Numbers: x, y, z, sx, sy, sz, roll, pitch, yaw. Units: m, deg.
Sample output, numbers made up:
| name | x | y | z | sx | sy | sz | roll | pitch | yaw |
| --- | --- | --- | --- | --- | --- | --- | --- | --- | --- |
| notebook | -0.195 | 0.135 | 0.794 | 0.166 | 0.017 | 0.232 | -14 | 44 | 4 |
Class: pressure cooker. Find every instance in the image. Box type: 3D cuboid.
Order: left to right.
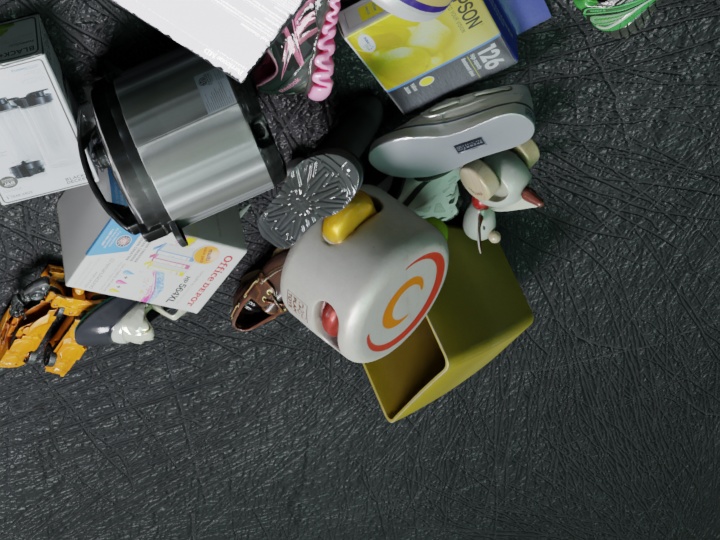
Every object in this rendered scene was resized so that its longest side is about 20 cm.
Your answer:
| name | x | y | z | sx | sy | sz | roll | pitch | yaw |
| --- | --- | --- | --- | --- | --- | --- | --- | --- | --- |
| pressure cooker | -0.194 | -0.137 | 1.347 | 0.198 | 0.177 | 0.180 | -24 | 128 | -3 |

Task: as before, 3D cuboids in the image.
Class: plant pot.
| name | x | y | z | sx | sy | sz | roll | pitch | yaw |
| --- | --- | --- | --- | --- | --- | --- | --- | --- | --- |
| plant pot | 0.107 | 0.053 | 1.709 | 0.175 | 0.202 | 0.200 | -15 | 160 | -29 |

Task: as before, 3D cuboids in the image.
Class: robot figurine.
| name | x | y | z | sx | sy | sz | roll | pitch | yaw |
| --- | --- | --- | --- | --- | --- | --- | --- | --- | --- |
| robot figurine | -0.389 | 0.062 | 1.652 | 0.143 | 0.059 | 0.200 | 11 | 138 | -33 |

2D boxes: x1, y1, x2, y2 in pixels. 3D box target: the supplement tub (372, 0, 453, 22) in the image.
| name | x | y | z | sx | sy | sz | roll | pitch | yaw |
| --- | --- | --- | --- | --- | --- | --- | --- | --- | --- |
| supplement tub | 0.077 | -0.347 | 1.201 | 0.144 | 0.147 | 0.200 | 16 | 135 | -36 |

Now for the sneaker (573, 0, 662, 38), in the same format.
| name | x | y | z | sx | sy | sz | roll | pitch | yaw |
| --- | --- | --- | --- | --- | --- | --- | --- | --- | --- |
| sneaker | 0.309 | -0.328 | 1.375 | 0.084 | 0.079 | 0.200 | 16 | 134 | -36 |

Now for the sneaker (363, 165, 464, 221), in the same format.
| name | x | y | z | sx | sy | sz | roll | pitch | yaw |
| --- | --- | --- | --- | --- | --- | --- | --- | --- | --- |
| sneaker | 0.102 | -0.123 | 1.595 | 0.114 | 0.077 | 0.200 | 9 | 146 | -44 |

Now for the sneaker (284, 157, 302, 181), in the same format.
| name | x | y | z | sx | sy | sz | roll | pitch | yaw |
| --- | --- | --- | --- | --- | --- | --- | --- | --- | --- |
| sneaker | -0.074 | -0.058 | 1.601 | 0.081 | 0.078 | 0.201 | -11 | 144 | 8 |

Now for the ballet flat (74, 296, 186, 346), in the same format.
| name | x | y | z | sx | sy | sz | roll | pitch | yaw |
| --- | --- | --- | --- | --- | --- | --- | --- | --- | --- |
| ballet flat | -0.260 | 0.044 | 1.609 | 0.199 | 0.073 | 0.073 | -35 | 148 | -14 |

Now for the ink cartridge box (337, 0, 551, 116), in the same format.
| name | x | y | z | sx | sy | sz | roll | pitch | yaw |
| --- | --- | --- | --- | --- | --- | --- | --- | --- | --- |
| ink cartridge box | 0.099 | -0.261 | 1.392 | 0.198 | 0.048 | 0.198 | -24 | 153 | 14 |

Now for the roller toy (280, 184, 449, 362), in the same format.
| name | x | y | z | sx | sy | sz | roll | pitch | yaw |
| --- | --- | --- | --- | --- | --- | --- | --- | --- | --- |
| roller toy | 0.000 | 0.000 | 1.515 | 0.184 | 0.139 | 0.199 | -60 | 155 | 14 |

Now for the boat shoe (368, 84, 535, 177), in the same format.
| name | x | y | z | sx | sy | sz | roll | pitch | yaw |
| --- | --- | --- | --- | --- | --- | --- | --- | --- | --- |
| boat shoe | 0.103 | -0.164 | 1.479 | 0.198 | 0.066 | 0.072 | -17 | 137 | 25 |

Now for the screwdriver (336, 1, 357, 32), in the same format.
| name | x | y | z | sx | sy | sz | roll | pitch | yaw |
| --- | --- | --- | --- | --- | --- | --- | --- | --- | --- |
| screwdriver | 0.037 | -0.282 | 1.369 | 0.197 | 0.029 | 0.028 | -14 | 145 | 5 |

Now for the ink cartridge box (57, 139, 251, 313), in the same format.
| name | x | y | z | sx | sy | sz | roll | pitch | yaw |
| --- | --- | --- | --- | --- | --- | --- | --- | --- | --- |
| ink cartridge box | -0.231 | -0.048 | 1.505 | 0.198 | 0.126 | 0.129 | 14 | 135 | -34 |

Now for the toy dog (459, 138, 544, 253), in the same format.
| name | x | y | z | sx | sy | sz | roll | pitch | yaw |
| --- | --- | --- | --- | --- | --- | --- | --- | --- | --- |
| toy dog | 0.177 | -0.083 | 1.568 | 0.132 | 0.096 | 0.200 | -44 | 163 | 1 |

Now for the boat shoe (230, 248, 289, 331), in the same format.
| name | x | y | z | sx | sy | sz | roll | pitch | yaw |
| --- | --- | --- | --- | --- | --- | --- | --- | --- | --- |
| boat shoe | -0.105 | 0.026 | 1.647 | 0.070 | 0.071 | 0.200 | 29 | 149 | -16 |

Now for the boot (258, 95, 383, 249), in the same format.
| name | x | y | z | sx | sy | sz | roll | pitch | yaw |
| --- | --- | --- | --- | --- | --- | --- | --- | --- | --- |
| boot | -0.018 | -0.127 | 1.423 | 0.066 | 0.200 | 0.164 | 48 | 134 | -9 |

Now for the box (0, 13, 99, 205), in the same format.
| name | x | y | z | sx | sy | sz | roll | pitch | yaw |
| --- | --- | --- | --- | --- | --- | --- | --- | --- | --- |
| box | -0.356 | -0.164 | 1.357 | 0.115 | 0.061 | 0.201 | -15 | 145 | -1 |

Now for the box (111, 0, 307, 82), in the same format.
| name | x | y | z | sx | sy | sz | roll | pitch | yaw |
| --- | --- | --- | --- | --- | --- | --- | --- | --- | --- |
| box | -0.151 | -0.290 | 1.202 | 0.199 | 0.079 | 0.141 | 31 | 124 | -23 |

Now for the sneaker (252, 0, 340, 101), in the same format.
| name | x | y | z | sx | sy | sz | roll | pitch | yaw |
| --- | --- | --- | --- | --- | --- | --- | --- | --- | --- |
| sneaker | -0.071 | -0.259 | 1.303 | 0.094 | 0.079 | 0.202 | -3 | 127 | -12 |
